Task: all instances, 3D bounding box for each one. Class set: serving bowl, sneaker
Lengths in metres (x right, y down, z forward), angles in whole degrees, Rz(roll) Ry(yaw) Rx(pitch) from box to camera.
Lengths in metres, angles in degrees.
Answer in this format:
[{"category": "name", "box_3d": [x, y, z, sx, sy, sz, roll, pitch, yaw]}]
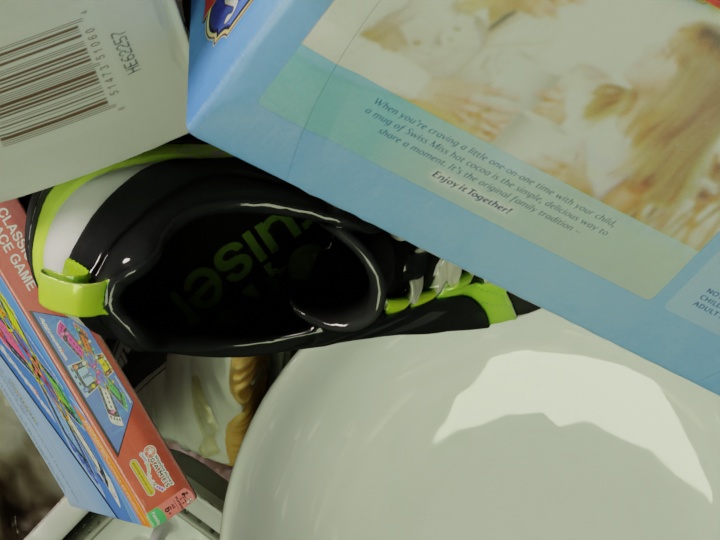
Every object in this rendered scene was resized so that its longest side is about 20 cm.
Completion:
[{"category": "serving bowl", "box_3d": [0.056, 0.094, 0.881, 0.199, 0.066, 0.202, 0, 87, 8]}, {"category": "sneaker", "box_3d": [-0.064, -0.029, 0.884, 0.087, 0.076, 0.201, 14, 119, 15]}, {"category": "sneaker", "box_3d": [0.000, 0.000, 0.788, 0.199, 0.083, 0.072, -6, 114, -21]}]

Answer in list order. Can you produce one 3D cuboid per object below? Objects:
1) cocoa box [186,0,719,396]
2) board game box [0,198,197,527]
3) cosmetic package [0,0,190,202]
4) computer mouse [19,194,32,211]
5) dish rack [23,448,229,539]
[{"category": "cocoa box", "box_3d": [0.068, -0.077, 0.738, 0.199, 0.132, 0.133, 26, 126, -22]}, {"category": "board game box", "box_3d": [-0.121, -0.012, 0.841, 0.201, 0.019, 0.103, 60, 164, -10]}, {"category": "cosmetic package", "box_3d": [-0.112, -0.130, 0.767, 0.074, 0.201, 0.102, -20, 151, -3]}, {"category": "computer mouse", "box_3d": [-0.131, -0.089, 0.863, 0.200, 0.046, 0.141, 12, 128, 55]}, {"category": "dish rack", "box_3d": [-0.063, 0.154, 0.984, 0.171, 0.044, 0.200, 38, 127, -8]}]
